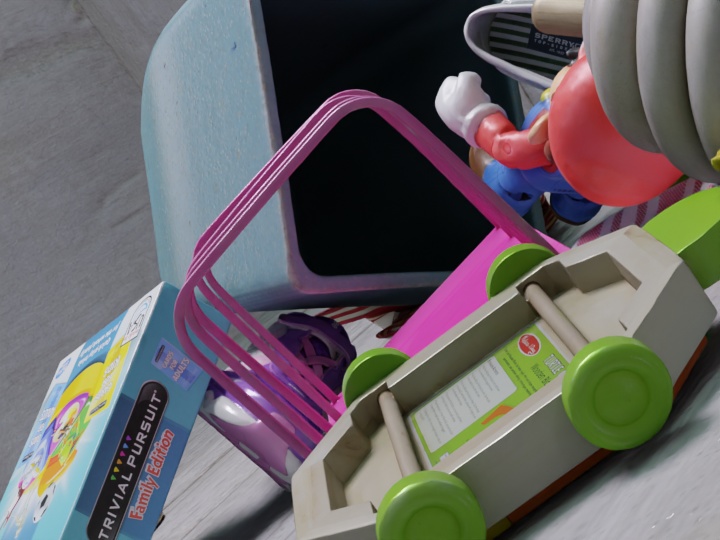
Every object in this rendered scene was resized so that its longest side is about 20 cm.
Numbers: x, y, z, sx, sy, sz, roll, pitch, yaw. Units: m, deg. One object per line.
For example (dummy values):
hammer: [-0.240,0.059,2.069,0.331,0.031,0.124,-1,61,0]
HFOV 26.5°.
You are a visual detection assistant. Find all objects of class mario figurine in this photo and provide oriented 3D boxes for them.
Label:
mario figurine: [0.116,-0.083,0.757,0.123,0.107,0.200,-32,-2,-13]

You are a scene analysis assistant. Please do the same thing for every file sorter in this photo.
file sorter: [0.000,0.000,0.690,0.139,0.125,0.200,-47,7,3]

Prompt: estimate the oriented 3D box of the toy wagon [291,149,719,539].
toy wagon: [0.062,0.030,0.516,0.199,0.040,0.155,-36,13,3]

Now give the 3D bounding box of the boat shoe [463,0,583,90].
boat shoe: [0.146,-0.109,0.824,0.198,0.074,0.066,11,13,34]

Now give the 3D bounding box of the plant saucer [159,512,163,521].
plant saucer: [-0.236,0.230,1.138,0.199,0.035,0.200,-36,3,2]

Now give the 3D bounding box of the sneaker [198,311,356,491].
sneaker: [-0.041,0.064,0.872,0.089,0.080,0.200,-46,2,0]

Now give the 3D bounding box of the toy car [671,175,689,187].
toy car: [0.170,-0.166,0.937,0.157,0.201,0.164,-36,3,8]

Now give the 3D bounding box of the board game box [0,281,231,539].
board game box: [-0.150,0.121,0.808,0.151,0.047,0.202,-33,32,52]

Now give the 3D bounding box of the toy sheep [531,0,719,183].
toy sheep: [0.152,-0.090,0.568,0.198,0.139,0.138,5,31,40]

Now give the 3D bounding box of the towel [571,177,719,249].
towel: [0.133,-0.017,0.707,0.146,0.030,0.200,-38,3,-43]

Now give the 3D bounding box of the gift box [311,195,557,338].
gift box: [0.024,-0.063,1.106,0.184,0.188,0.200,-35,-16,12]

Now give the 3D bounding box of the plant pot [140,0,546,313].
plant pot: [-0.032,-0.065,0.936,0.194,0.199,0.199,-2,-11,-38]
